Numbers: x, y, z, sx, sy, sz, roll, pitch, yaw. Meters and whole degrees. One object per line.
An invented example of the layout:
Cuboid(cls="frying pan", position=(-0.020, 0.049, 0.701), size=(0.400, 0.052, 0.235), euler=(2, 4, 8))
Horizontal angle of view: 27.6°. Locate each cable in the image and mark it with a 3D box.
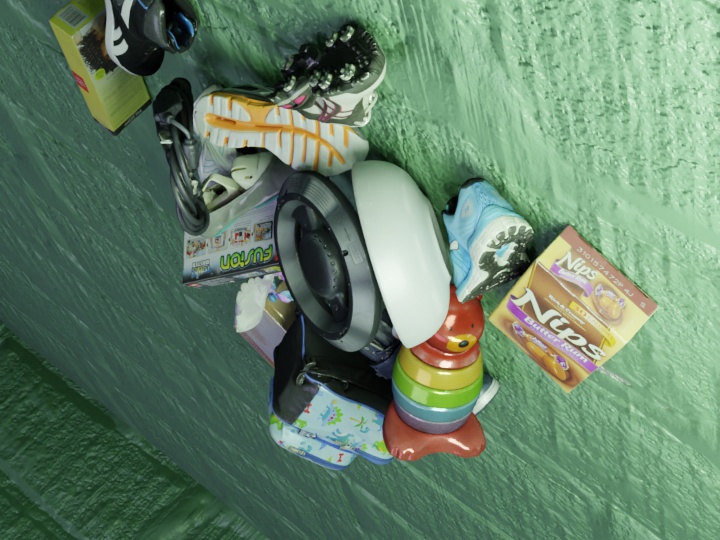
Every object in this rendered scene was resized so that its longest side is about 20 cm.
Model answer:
Cuboid(cls="cable", position=(-0.201, -0.133, 1.683), size=(0.200, 0.050, 0.164), euler=(-116, 14, -64))

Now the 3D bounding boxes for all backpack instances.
Cuboid(cls="backpack", position=(-0.023, 0.171, 1.956), size=(0.199, 0.147, 0.183), euler=(26, -153, -19))

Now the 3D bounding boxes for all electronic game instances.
Cuboid(cls="electronic game", position=(-0.036, -0.010, 1.566), size=(0.200, 0.041, 0.201), euler=(42, 143, 44))

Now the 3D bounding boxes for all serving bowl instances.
Cuboid(cls="serving bowl", position=(0.051, -0.024, 1.519), size=(0.200, 0.065, 0.201), euler=(-17, -90, -82))

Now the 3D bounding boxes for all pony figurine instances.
Cuboid(cls="pony figurine", position=(-0.129, -0.016, 1.912), size=(0.199, 0.167, 0.193), euler=(32, -170, 23))

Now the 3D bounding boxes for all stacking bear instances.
Cuboid(cls="stacking bear", position=(0.093, 0.105, 1.675), size=(0.114, 0.121, 0.201), euler=(-108, 22, -50))

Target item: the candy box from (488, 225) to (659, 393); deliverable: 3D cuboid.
Cuboid(cls="candy box", position=(0.205, 0.042, 1.452), size=(0.117, 0.056, 0.200), euler=(43, 160, 7))

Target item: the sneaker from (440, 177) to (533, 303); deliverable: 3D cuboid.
Cuboid(cls="sneaker", position=(0.122, -0.035, 1.468), size=(0.090, 0.078, 0.200), euler=(62, 167, 18))

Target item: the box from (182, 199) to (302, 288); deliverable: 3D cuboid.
Cuboid(cls="box", position=(-0.140, -0.046, 1.796), size=(0.199, 0.111, 0.035), euler=(-11, 164, 42))

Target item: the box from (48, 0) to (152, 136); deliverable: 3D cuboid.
Cuboid(cls="box", position=(-0.330, -0.264, 1.878), size=(0.050, 0.075, 0.200), euler=(35, 160, 25))

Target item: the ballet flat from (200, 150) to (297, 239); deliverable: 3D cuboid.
Cuboid(cls="ballet flat", position=(-0.142, -0.099, 1.729), size=(0.064, 0.068, 0.200), euler=(37, 133, -25))

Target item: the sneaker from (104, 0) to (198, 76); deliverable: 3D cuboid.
Cuboid(cls="sneaker", position=(-0.234, -0.266, 1.679), size=(0.112, 0.073, 0.200), euler=(39, 159, 20))

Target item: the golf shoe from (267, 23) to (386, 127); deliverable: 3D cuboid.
Cuboid(cls="golf shoe", position=(-0.012, -0.184, 1.429), size=(0.088, 0.078, 0.200), euler=(30, 170, -22))

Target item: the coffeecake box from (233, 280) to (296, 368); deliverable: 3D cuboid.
Cuboid(cls="coffeecake box", position=(-0.092, 0.096, 2.138), size=(0.154, 0.073, 0.200), euler=(46, 161, -4))

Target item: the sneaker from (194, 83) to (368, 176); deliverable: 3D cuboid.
Cuboid(cls="sneaker", position=(-0.079, -0.162, 1.589), size=(0.199, 0.077, 0.079), euler=(19, 122, 18))

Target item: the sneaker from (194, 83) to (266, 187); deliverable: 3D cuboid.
Cuboid(cls="sneaker", position=(-0.154, -0.139, 1.789), size=(0.080, 0.070, 0.201), euler=(34, 158, 21))

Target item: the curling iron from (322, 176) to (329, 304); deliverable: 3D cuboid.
Cuboid(cls="curling iron", position=(-0.048, -0.037, 1.653), size=(0.050, 0.025, 0.201), euler=(173, 97, -82))

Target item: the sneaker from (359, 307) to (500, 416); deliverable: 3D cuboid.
Cuboid(cls="sneaker", position=(0.078, 0.115, 1.825), size=(0.146, 0.077, 0.202), euler=(48, 162, -18))

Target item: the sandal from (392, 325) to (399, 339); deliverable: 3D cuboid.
Cuboid(cls="sandal", position=(0.050, 0.052, 1.780), size=(0.206, 0.059, 0.079), euler=(36, 160, 22))
